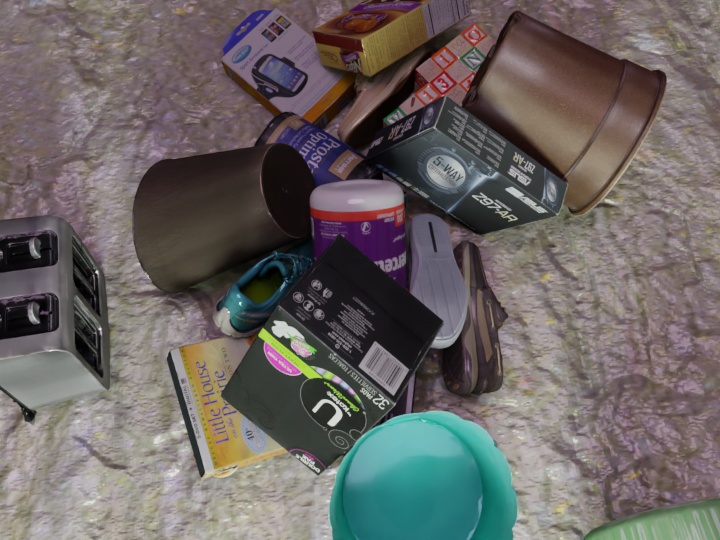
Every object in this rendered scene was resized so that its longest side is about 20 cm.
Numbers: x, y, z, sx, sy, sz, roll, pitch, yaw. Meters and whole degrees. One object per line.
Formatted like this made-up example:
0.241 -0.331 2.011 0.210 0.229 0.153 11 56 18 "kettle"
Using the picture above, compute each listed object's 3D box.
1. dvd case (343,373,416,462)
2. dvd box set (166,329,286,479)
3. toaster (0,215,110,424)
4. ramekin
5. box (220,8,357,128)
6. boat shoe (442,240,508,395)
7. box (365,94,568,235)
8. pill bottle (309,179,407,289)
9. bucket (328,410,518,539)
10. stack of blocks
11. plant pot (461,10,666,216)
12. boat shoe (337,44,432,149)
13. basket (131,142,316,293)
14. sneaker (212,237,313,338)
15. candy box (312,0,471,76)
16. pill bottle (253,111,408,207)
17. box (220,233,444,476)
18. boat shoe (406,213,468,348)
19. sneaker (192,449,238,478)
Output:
-0.003 0.129 0.968 0.147 0.025 0.204 5 70 5 "dvd case"
-0.111 0.140 0.896 0.197 0.029 0.149 -10 67 -30 "dvd box set"
-0.386 0.060 0.935 0.116 0.201 0.184 -10 62 -4 "toaster"
0.330 0.308 0.801 0.196 0.201 0.099 -10 62 -1 "ramekin"
-0.108 -0.291 1.116 0.199 0.042 0.119 42 77 18 "box"
0.143 0.062 0.969 0.072 0.074 0.204 12 65 -20 "boat shoe"
0.126 -0.119 0.936 0.198 0.159 0.044 30 71 -23 "box"
0.000 0.000 0.907 0.110 0.113 0.205 -3 105 2 "pill bottle"
0.064 0.254 0.846 0.202 0.135 0.212 0 81 0 "bucket"
0.123 -0.235 1.072 0.199 0.059 0.115 -40 73 -11 "stack of blocks"
0.236 -0.205 0.959 0.196 0.200 0.203 29 74 -2 "plant pot"
0.023 -0.252 1.078 0.064 0.072 0.201 33 69 13 "boat shoe"
-0.162 -0.077 0.947 0.197 0.136 0.184 -12 61 31 "basket"
-0.088 0.011 0.922 0.077 0.080 0.199 44 49 10 "sneaker"
0.045 -0.346 1.070 0.199 0.057 0.116 -36 38 -25 "candy box"
-0.041 -0.113 1.010 0.198 0.112 0.113 32 75 13 "pill bottle"
-0.035 0.095 0.812 0.148 0.200 0.125 39 49 0 "box"
0.090 0.019 0.951 0.070 0.063 0.203 4 48 -4 "boat shoe"
-0.153 0.147 0.934 0.068 0.090 0.204 12 72 7 "sneaker"
